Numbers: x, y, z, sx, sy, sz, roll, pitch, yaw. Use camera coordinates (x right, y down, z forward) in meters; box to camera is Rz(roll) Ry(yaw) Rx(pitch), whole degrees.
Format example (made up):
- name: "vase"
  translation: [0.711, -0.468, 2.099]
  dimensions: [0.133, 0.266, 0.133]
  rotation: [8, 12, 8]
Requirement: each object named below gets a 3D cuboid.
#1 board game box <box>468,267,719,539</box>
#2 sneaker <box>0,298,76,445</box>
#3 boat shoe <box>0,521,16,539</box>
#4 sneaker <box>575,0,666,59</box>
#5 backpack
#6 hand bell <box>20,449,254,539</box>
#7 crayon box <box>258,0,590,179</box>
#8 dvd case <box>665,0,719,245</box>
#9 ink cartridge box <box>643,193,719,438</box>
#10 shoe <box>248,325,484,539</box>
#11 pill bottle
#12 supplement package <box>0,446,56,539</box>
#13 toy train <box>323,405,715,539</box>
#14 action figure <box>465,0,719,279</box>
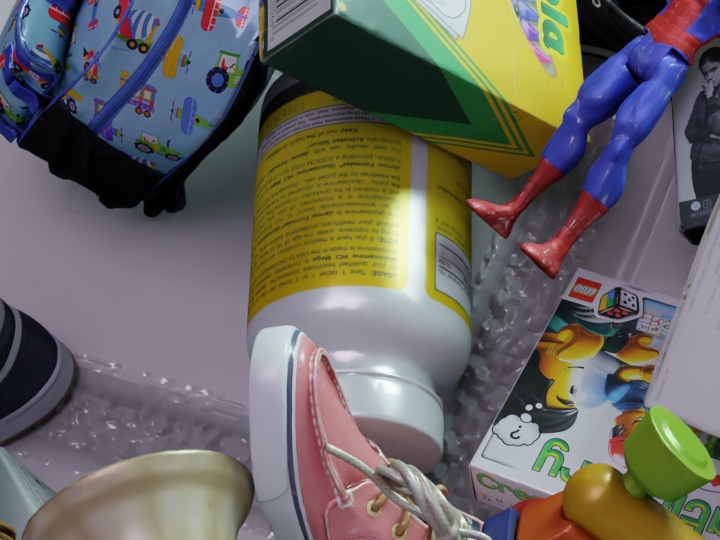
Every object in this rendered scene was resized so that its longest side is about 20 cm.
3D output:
- name: "board game box"
  translation: [0.166, 0.081, 0.906]
  dimensions: [0.199, 0.035, 0.127]
  rotation: [17, 57, 24]
- name: "sneaker"
  translation: [-0.256, 0.077, 1.032]
  dimensions: [0.200, 0.109, 0.070]
  rotation: [-36, 56, -2]
- name: "boat shoe"
  translation: [-0.169, 0.134, 0.865]
  dimensions: [0.090, 0.071, 0.201]
  rotation: [0, 70, 20]
- name: "sneaker"
  translation: [0.135, -0.153, 1.037]
  dimensions: [0.199, 0.083, 0.072]
  rotation: [26, 73, 30]
- name: "backpack"
  translation: [-0.102, -0.142, 1.034]
  dimensions: [0.134, 0.200, 0.183]
  rotation: [28, 69, -14]
- name: "hand bell"
  translation: [-0.063, 0.184, 0.791]
  dimensions: [0.104, 0.104, 0.201]
  rotation: [-25, 59, 4]
- name: "crayon box"
  translation: [0.031, -0.167, 0.970]
  dimensions: [0.058, 0.172, 0.201]
  rotation: [-28, 54, 41]
- name: "dvd case"
  translation: [0.217, -0.120, 0.921]
  dimensions: [0.150, 0.025, 0.201]
  rotation: [-12, 62, 27]
- name: "ink cartridge box"
  translation: [0.233, 0.044, 0.833]
  dimensions: [0.199, 0.050, 0.110]
  rotation: [23, 98, 24]
- name: "shoe"
  translation: [0.011, 0.107, 0.879]
  dimensions: [0.090, 0.201, 0.072]
  rotation: [-3, 34, 13]
- name: "pill bottle"
  translation: [0.000, 0.000, 0.982]
  dimensions: [0.112, 0.113, 0.201]
  rotation: [-7, 60, 16]
- name: "supplement package"
  translation: [-0.167, 0.213, 0.923]
  dimensions: [0.156, 0.111, 0.200]
  rotation: [-38, 57, -3]
- name: "toy train"
  translation: [0.095, 0.099, 0.809]
  dimensions: [0.116, 0.200, 0.085]
  rotation: [-48, 9, 23]
- name: "action figure"
  translation: [0.122, -0.101, 0.900]
  dimensions: [0.200, 0.099, 0.065]
  rotation: [-49, 53, 1]
